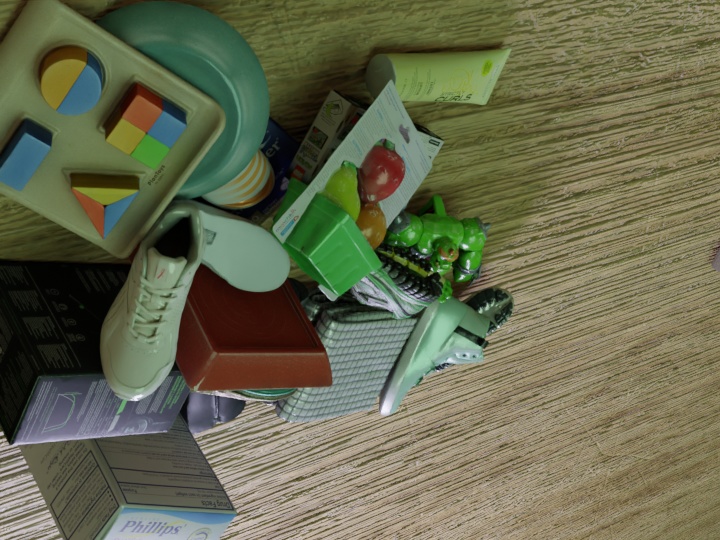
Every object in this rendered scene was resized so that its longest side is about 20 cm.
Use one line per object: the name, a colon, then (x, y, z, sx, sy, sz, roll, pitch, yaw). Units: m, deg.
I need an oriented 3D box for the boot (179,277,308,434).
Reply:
boot: (-0.149, 0.107, 1.414, 0.163, 0.066, 0.202, -9, 131, -18)

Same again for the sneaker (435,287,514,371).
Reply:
sneaker: (0.134, 0.088, 1.647, 0.198, 0.078, 0.080, -27, -178, 6)

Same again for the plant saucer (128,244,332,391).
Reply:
plant saucer: (-0.134, 0.040, 1.240, 0.199, 0.201, 0.037, 3, 135, -44)

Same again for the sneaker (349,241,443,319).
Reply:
sneaker: (0.000, 0.000, 1.378, 0.199, 0.078, 0.085, 33, 124, -18)

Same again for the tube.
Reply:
tube: (0.094, -0.221, 1.297, 0.199, 0.053, 0.058, -9, 176, -43)

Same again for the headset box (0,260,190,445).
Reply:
headset box: (-0.286, 0.079, 1.172, 0.199, 0.174, 0.093, 1, 129, -44)

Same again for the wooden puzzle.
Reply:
wooden puzzle: (-0.248, -0.118, 1.016, 0.199, 0.046, 0.186, 32, 111, -24)

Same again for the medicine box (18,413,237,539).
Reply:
medicine box: (-0.275, 0.242, 1.338, 0.103, 0.200, 0.181, -50, 143, 17)

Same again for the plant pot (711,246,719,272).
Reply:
plant pot: (0.764, -0.059, 1.973, 0.198, 0.200, 0.179, -17, 129, -28)

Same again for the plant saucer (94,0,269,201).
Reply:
plant saucer: (-0.182, -0.147, 1.057, 0.197, 0.036, 0.202, -4, 122, -7)

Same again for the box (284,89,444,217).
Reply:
box: (0.009, -0.129, 1.298, 0.199, 0.035, 0.111, 11, 114, -56)

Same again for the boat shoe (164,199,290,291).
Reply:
boat shoe: (-0.165, -0.039, 1.212, 0.199, 0.070, 0.071, 22, 101, -32)

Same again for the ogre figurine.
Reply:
ogre figurine: (0.081, -0.027, 1.462, 0.198, 0.099, 0.120, 18, 136, -14)

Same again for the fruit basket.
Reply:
fruit basket: (-0.006, -0.084, 1.229, 0.201, 0.093, 0.185, -58, 152, -11)

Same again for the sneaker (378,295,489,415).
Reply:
sneaker: (0.105, 0.133, 1.581, 0.117, 0.074, 0.202, 23, 111, -11)

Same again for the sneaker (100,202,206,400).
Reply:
sneaker: (-0.198, 0.021, 1.079, 0.077, 0.202, 0.099, 15, 161, -9)

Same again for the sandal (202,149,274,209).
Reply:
sandal: (-0.147, -0.113, 1.132, 0.079, 0.059, 0.207, -39, 140, 1)

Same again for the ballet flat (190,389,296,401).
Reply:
ballet flat: (-0.169, 0.118, 1.339, 0.198, 0.071, 0.065, 15, 152, -27)

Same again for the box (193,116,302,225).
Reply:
box: (-0.137, -0.120, 1.211, 0.121, 0.032, 0.200, -43, 144, 5)

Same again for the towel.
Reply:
towel: (-0.030, 0.104, 1.499, 0.199, 0.085, 0.167, -3, 125, -54)
